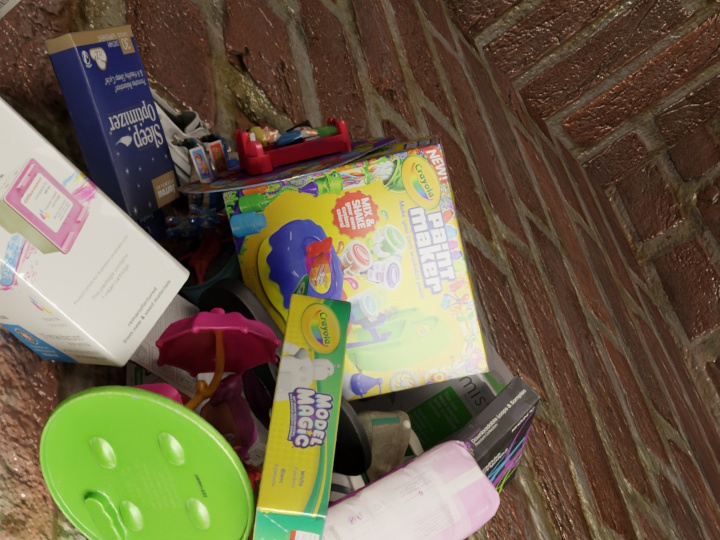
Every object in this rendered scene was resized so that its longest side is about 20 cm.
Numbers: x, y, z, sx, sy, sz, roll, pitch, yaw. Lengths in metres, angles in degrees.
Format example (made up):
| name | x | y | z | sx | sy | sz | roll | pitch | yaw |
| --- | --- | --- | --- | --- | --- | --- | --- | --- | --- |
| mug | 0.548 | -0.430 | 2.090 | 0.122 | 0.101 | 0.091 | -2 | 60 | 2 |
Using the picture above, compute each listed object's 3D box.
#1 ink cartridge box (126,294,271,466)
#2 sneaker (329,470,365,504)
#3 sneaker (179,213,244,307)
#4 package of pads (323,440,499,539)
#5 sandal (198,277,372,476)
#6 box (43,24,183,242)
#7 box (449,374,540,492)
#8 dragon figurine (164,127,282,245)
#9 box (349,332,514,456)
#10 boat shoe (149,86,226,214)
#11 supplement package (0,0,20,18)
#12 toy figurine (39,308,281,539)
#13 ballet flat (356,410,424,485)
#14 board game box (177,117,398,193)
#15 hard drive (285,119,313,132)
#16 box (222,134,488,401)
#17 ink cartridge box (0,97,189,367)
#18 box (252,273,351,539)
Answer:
| name | x | y | z | sx | sy | sz | roll | pitch | yaw |
| --- | --- | --- | --- | --- | --- | --- | --- | --- | --- |
| ink cartridge box | -0.153 | 0.078 | 0.933 | 0.200 | 0.050 | 0.109 | 39 | 27 | -38 |
| sneaker | -0.036 | 0.214 | 0.974 | 0.084 | 0.075 | 0.200 | -13 | 52 | -36 |
| sneaker | -0.124 | 0.004 | 1.108 | 0.200 | 0.079 | 0.096 | -66 | 138 | -63 |
| package of pads | 0.001 | 0.208 | 0.868 | 0.199 | 0.121 | 0.076 | -21 | 74 | -38 |
| sandal | -0.071 | 0.099 | 0.938 | 0.201 | 0.075 | 0.048 | 50 | 46 | -1 |
| box | -0.212 | -0.116 | 1.020 | 0.121 | 0.032 | 0.201 | -49 | 126 | -70 |
| box | 0.103 | 0.197 | 1.081 | 0.036 | 0.143 | 0.200 | 39 | -23 | 23 |
| dragon figurine | -0.128 | -0.083 | 1.098 | 0.200 | 0.058 | 0.100 | -23 | 106 | -63 |
| box | 0.028 | 0.085 | 1.152 | 0.201 | 0.176 | 0.097 | 56 | 20 | -3 |
| boat shoe | -0.180 | -0.128 | 1.133 | 0.200 | 0.067 | 0.074 | 36 | 12 | -42 |
| supplement package | -0.350 | -0.328 | 0.945 | 0.150 | 0.151 | 0.201 | 31 | 31 | -50 |
| toy figurine | -0.108 | 0.116 | 0.814 | 0.184 | 0.149 | 0.201 | -61 | 138 | -56 |
| ballet flat | 0.032 | 0.190 | 1.049 | 0.200 | 0.062 | 0.068 | 78 | 0 | -57 |
| board game box | -0.065 | -0.111 | 0.993 | 0.200 | 0.157 | 0.039 | -31 | 113 | -54 |
| hard drive | -0.030 | -0.068 | 1.377 | 0.201 | 0.038 | 0.140 | 61 | -6 | 14 |
| box | 0.000 | 0.000 | 1.015 | 0.122 | 0.191 | 0.201 | -72 | 149 | -80 |
| ink cartridge box | -0.235 | -0.030 | 0.754 | 0.200 | 0.144 | 0.085 | 47 | 63 | -26 |
| box | -0.040 | 0.109 | 0.769 | 0.048 | 0.118 | 0.201 | 7 | 46 | -4 |
